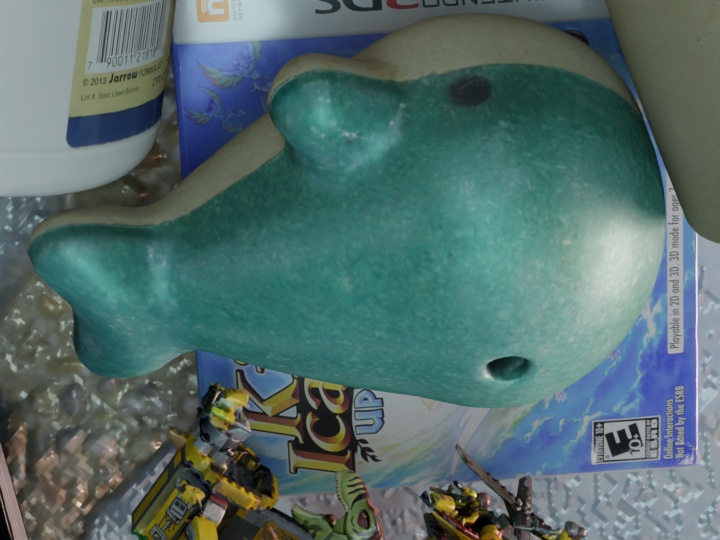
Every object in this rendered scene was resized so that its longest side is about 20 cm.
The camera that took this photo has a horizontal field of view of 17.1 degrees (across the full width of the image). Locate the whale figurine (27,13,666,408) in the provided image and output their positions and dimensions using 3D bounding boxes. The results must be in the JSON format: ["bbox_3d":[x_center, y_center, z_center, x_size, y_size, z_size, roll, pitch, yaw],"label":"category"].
[{"bbox_3d":[0.000,0.000,0.758,0.199,0.104,0.159,-15,144,0],"label":"whale figurine"}]

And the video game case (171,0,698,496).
[{"bbox_3d":[0.028,-0.021,0.849,0.180,0.045,0.201,-4,109,-1],"label":"video game case"}]

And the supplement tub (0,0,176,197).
[{"bbox_3d":[-0.122,-0.136,0.749,0.144,0.144,0.201,8,108,-6],"label":"supplement tub"}]

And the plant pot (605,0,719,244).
[{"bbox_3d":[0.133,-0.142,0.717,0.187,0.187,0.200,-30,106,7],"label":"plant pot"}]

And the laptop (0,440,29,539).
[{"bbox_3d":[-0.111,0.102,0.787,0.115,0.200,0.188,-6,110,18],"label":"laptop"}]

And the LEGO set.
[{"bbox_3d":[0.008,0.098,0.767,0.153,0.200,0.116,34,107,-9],"label":"LEGO set"}]
